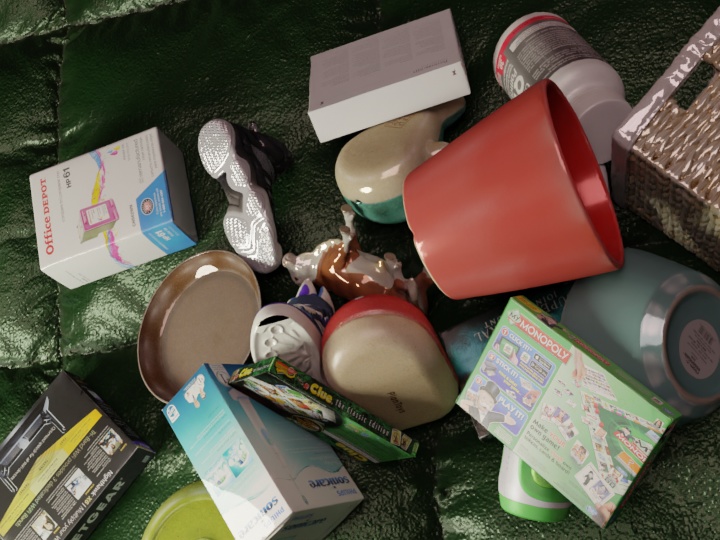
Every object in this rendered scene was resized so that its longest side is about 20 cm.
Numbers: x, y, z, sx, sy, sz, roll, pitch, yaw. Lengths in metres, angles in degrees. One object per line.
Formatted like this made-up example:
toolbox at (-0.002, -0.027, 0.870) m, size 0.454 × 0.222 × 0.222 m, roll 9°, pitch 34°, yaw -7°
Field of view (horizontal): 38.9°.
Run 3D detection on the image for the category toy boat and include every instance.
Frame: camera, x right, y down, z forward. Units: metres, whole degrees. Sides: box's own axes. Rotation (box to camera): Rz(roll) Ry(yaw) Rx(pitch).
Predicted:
toy boat at (0.029, 0.086, 1.141) m, size 0.129 × 0.201 × 0.132 m, roll -17°, pitch 54°, yaw 10°

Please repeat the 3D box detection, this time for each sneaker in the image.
sneaker at (-0.125, -0.101, 1.299) m, size 0.075 × 0.113 × 0.203 m, roll -24°, pitch 87°, yaw 36°
sneaker at (-0.075, 0.058, 1.170) m, size 0.079 × 0.201 × 0.148 m, roll -14°, pitch 50°, yaw 9°

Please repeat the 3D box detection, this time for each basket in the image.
basket at (0.389, -0.137, 1.100) m, size 0.160 × 0.200 × 0.199 m, roll 40°, pitch 87°, yaw 23°

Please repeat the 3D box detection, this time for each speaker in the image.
speaker at (0.199, 0.159, 1.092) m, size 0.087 × 0.088 × 0.204 m, roll 9°, pitch 93°, yaw 19°

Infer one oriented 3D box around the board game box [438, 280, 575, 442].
board game box at (0.204, 0.095, 1.169) m, size 0.198 × 0.028 × 0.137 m, roll -25°, pitch 66°, yaw 8°

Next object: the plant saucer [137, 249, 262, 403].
plant saucer at (-0.195, 0.074, 1.275) m, size 0.198 × 0.032 × 0.203 m, roll -16°, pitch 60°, yaw 29°

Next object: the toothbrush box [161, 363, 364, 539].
toothbrush box at (-0.109, 0.208, 1.154) m, size 0.085 × 0.146 × 0.201 m, roll -46°, pitch 64°, yaw 19°

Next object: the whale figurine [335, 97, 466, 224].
whale figurine at (0.059, -0.139, 1.268) m, size 0.158 × 0.105 × 0.200 m, roll 11°, pitch 51°, yaw 41°

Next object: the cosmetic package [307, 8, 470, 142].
cosmetic package at (0.033, -0.248, 1.291) m, size 0.197 × 0.052 × 0.152 m, roll -16°, pitch 35°, yaw 12°

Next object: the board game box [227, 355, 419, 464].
board game box at (-0.041, 0.157, 1.121) m, size 0.104 × 0.199 × 0.024 m, roll -24°, pitch 38°, yaw 52°

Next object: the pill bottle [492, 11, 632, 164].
pill bottle at (0.237, -0.208, 1.180) m, size 0.110 × 0.111 × 0.201 m, roll -30°, pitch 40°, yaw 5°

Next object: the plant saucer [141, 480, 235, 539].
plant saucer at (-0.181, 0.345, 1.200) m, size 0.197 × 0.031 × 0.203 m, roll -6°, pitch 70°, yaw 16°

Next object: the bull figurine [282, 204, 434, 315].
bull figurine at (0.000, 0.000, 1.229) m, size 0.198 × 0.123 × 0.065 m, roll 26°, pitch 43°, yaw 15°

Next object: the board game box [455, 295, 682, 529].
board game box at (0.200, 0.137, 1.014) m, size 0.199 × 0.029 × 0.136 m, roll 39°, pitch 115°, yaw 29°

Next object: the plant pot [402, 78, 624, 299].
plant pot at (0.151, -0.067, 1.041) m, size 0.175 × 0.200 × 0.203 m, roll -22°, pitch 66°, yaw 23°

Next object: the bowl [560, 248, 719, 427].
bowl at (0.310, 0.074, 1.040) m, size 0.105 × 0.199 × 0.204 m, roll -8°, pitch 61°, yaw 60°

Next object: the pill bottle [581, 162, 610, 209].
pill bottle at (0.191, -0.052, 1.176) m, size 0.197 × 0.114 × 0.116 m, roll -9°, pitch 69°, yaw 14°

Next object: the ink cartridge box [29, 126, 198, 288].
ink cartridge box at (-0.332, -0.081, 1.363) m, size 0.197 × 0.085 × 0.147 m, roll -19°, pitch 67°, yaw 11°

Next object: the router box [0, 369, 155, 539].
router box at (-0.378, 0.253, 1.279) m, size 0.157 × 0.052 × 0.201 m, roll 38°, pitch 86°, yaw 24°
